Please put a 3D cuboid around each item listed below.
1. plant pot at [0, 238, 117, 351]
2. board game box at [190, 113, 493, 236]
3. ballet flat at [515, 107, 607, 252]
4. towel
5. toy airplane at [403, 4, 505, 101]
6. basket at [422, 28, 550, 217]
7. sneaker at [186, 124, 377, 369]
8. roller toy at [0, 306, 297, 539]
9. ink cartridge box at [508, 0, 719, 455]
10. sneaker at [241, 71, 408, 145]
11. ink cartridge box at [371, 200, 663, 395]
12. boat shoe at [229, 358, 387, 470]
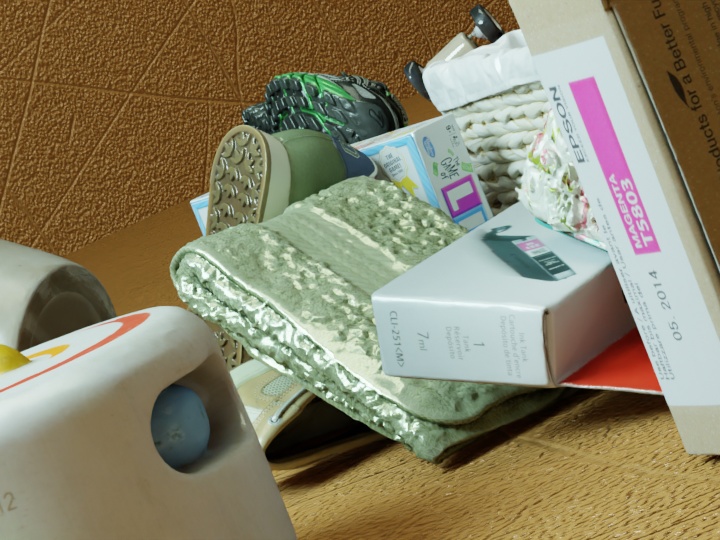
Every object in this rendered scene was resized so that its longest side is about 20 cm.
[{"bbox_3d":[-0.237,0.052,1.634,0.173,0.200,0.200,-1,15,27],"label":"plant pot"},{"bbox_3d":[0.000,0.000,1.589,0.034,0.135,0.200,-27,9,-40],"label":"board game box"},{"bbox_3d":[0.148,-0.028,1.253,0.200,0.064,0.076,22,29,37],"label":"ballet flat"},{"bbox_3d":[0.020,0.018,1.397,0.148,0.037,0.200,-24,43,-38],"label":"towel"},{"bbox_3d":[0.109,-0.076,1.915,0.200,0.141,0.199,-11,42,51],"label":"toy airplane"},{"bbox_3d":[0.172,-0.079,1.540,0.198,0.161,0.200,-24,7,-18],"label":"basket"},{"bbox_3d":[-0.042,0.018,1.528,0.090,0.200,0.067,-3,26,-37],"label":"sneaker"},{"bbox_3d":[-0.131,0.097,1.193,0.182,0.140,0.200,-24,6,-23],"label":"roller toy"},{"bbox_3d":[0.171,-0.049,1.121,0.165,0.200,0.075,-24,6,-25],"label":"ink cartridge box"},{"bbox_3d":[-0.011,-0.089,1.684,0.085,0.078,0.200,-23,7,-11],"label":"sneaker"},{"bbox_3d":[0.130,0.003,1.313,0.173,0.044,0.200,2,20,33],"label":"ink cartridge box"},{"bbox_3d":[0.019,0.053,1.441,0.200,0.072,0.076,-30,24,-22],"label":"boat shoe"}]
